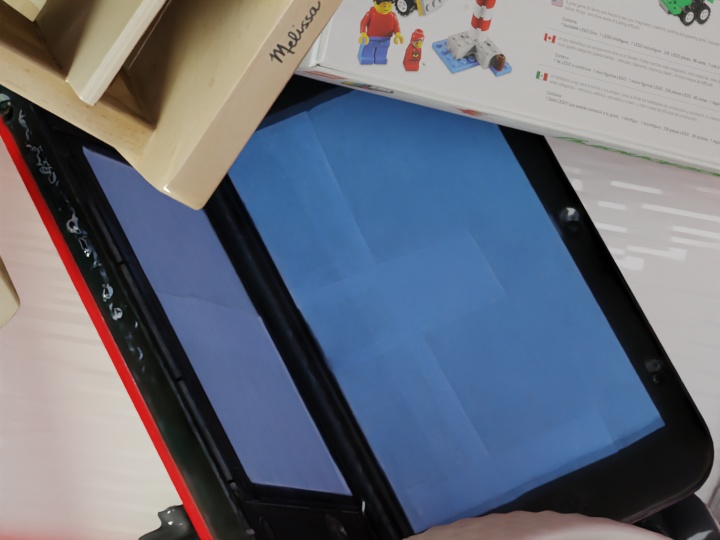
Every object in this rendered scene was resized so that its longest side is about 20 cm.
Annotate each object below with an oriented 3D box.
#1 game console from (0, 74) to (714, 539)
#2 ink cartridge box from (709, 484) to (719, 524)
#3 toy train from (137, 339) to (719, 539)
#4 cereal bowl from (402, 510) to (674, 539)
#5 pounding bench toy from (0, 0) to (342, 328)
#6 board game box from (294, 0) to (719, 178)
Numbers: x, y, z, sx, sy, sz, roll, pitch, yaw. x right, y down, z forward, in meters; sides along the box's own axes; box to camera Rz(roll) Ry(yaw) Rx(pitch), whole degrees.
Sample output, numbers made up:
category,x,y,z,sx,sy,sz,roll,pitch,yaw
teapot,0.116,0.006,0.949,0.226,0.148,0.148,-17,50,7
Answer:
category,x,y,z,sx,sy,sz,roll,pitch,yaw
game console,0.000,0.000,0.744,0.119,0.172,0.200,-32,74,12
ink cartridge box,0.173,0.116,0.864,0.109,0.050,0.200,28,85,-15
toy train,0.021,0.102,0.810,0.200,0.085,0.114,-23,87,-11
cereal bowl,0.030,0.161,0.668,0.200,0.083,0.200,-2,94,-40
pounding bench toy,-0.107,-0.090,0.599,0.156,0.124,0.200,28,100,-38
board game box,0.076,-0.105,0.787,0.200,0.035,0.126,12,89,-28
